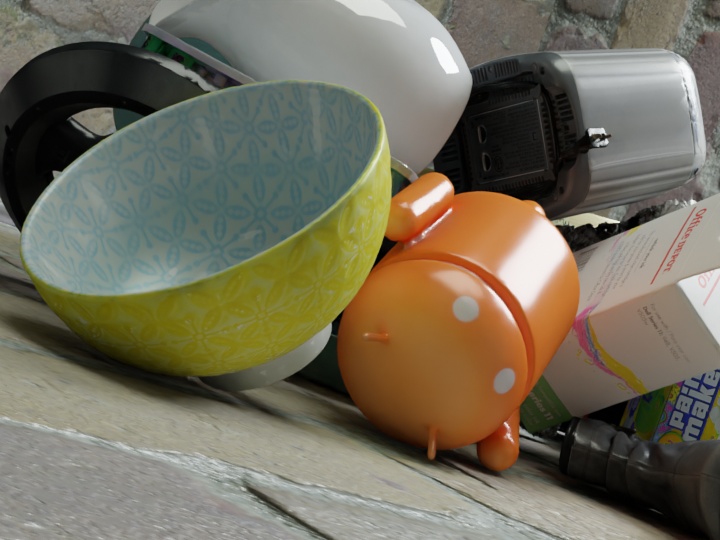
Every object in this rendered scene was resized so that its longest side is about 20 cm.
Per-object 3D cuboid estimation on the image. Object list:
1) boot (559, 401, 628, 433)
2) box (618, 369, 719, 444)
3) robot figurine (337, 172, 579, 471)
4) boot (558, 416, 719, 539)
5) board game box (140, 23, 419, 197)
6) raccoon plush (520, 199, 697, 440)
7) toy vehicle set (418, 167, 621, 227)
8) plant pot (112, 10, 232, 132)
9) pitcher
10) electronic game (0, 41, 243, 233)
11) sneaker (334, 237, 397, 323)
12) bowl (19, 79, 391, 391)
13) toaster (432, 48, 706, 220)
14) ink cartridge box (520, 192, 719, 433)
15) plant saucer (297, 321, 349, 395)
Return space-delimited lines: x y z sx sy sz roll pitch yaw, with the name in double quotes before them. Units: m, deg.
"boot" 0.236 0.118 1.636 0.202 0.074 0.154 10 3 -7
"box" 0.296 0.080 1.495 0.191 0.201 0.122 21 2 -4
"robot figurine" 0.058 0.029 1.265 0.116 0.145 0.200 22 31 13
"boot" 0.178 0.123 1.311 0.131 0.070 0.200 18 -9 14
"board game box" -0.034 -0.068 1.386 0.199 0.026 0.200 30 -6 20
"raccoon plush" 0.150 0.036 1.524 0.096 0.135 0.200 12 -23 -29
"toy vehicle set" 0.102 -0.015 1.624 0.199 0.027 0.124 14 -31 -21
"plant pot" -0.063 -0.104 1.589 0.199 0.201 0.135 18 24 -41
"pitcher" -0.015 -0.166 1.432 0.199 0.172 0.121 32 18 -13
"electronic game" -0.129 -0.047 1.292 0.199 0.201 0.042 21 43 11
"sneaker" -0.001 0.003 1.485 0.104 0.060 0.200 19 14 -38
"bowl" -0.067 -0.003 1.153 0.200 0.200 0.108 23 -39 50
"toaster" 0.143 -0.093 1.489 0.128 0.115 0.200 -10 -1 -33
"ink cartridge box" 0.185 0.021 1.380 0.199 0.117 0.068 -23 -71 38
"plant saucer" 0.002 0.060 1.449 0.199 0.036 0.200 20 3 -1
